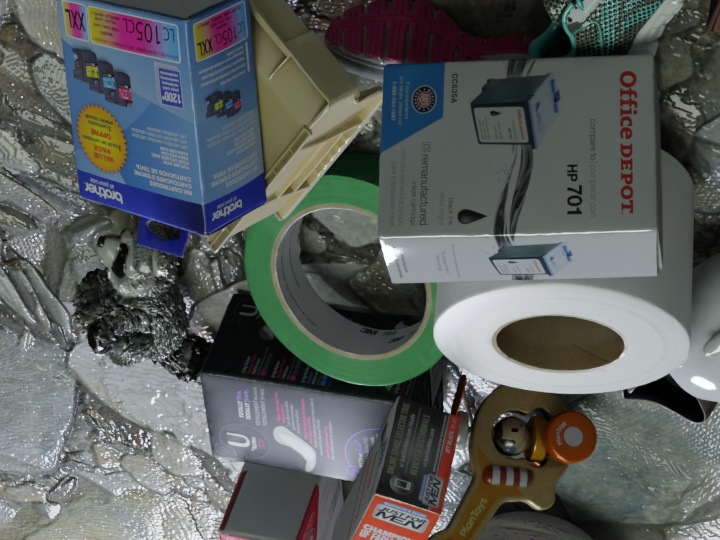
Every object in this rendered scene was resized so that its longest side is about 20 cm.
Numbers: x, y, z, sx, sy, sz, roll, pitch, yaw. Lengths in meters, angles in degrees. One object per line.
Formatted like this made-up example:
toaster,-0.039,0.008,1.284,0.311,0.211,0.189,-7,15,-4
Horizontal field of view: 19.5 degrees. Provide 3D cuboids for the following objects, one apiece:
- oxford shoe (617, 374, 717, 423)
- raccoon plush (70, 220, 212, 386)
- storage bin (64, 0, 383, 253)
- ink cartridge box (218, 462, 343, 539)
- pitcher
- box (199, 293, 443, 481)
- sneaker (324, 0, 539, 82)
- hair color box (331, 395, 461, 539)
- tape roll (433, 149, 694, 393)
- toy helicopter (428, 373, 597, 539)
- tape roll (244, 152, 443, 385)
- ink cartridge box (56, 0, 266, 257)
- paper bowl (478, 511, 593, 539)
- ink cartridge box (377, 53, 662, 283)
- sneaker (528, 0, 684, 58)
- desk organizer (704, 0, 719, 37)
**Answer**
oxford shoe,0.222,0.061,1.781,0.200,0.073,0.071,27,138,-6
raccoon plush,-0.166,0.019,1.909,0.200,0.097,0.134,18,132,-42
storage bin,-0.103,-0.154,1.616,0.200,0.094,0.199,51,136,8
ink cartridge box,-0.071,0.270,2.053,0.083,0.145,0.200,8,136,12
pitcher,0.319,0.034,1.648,0.200,0.171,0.121,-35,83,41
box,-0.032,0.110,1.904,0.199,0.106,0.122,9,136,12
sneaker,0.066,-0.144,1.627,0.199,0.081,0.088,17,136,5
hair color box,0.022,0.216,1.832,0.064,0.111,0.200,18,138,-3
tape roll,0.160,-0.004,1.646,0.202,0.140,0.203,5,153,3
toy helicopter,0.109,0.183,1.868,0.132,0.200,0.079,35,164,-6
tape roll,0.000,0.000,1.780,0.200,0.048,0.201,13,122,21
ink cartridge box,-0.145,-0.113,1.556,0.136,0.076,0.201,16,124,35
paper bowl,0.165,0.313,2.036,0.200,0.105,0.201,10,136,10
ink cartridge box,0.117,-0.074,1.523,0.199,0.147,0.086,-2,156,9
sneaker,0.178,-0.201,1.509,0.091,0.078,0.200,-2,138,-17
desk organizer,0.307,-0.245,1.440,0.077,0.072,0.200,17,138,1
